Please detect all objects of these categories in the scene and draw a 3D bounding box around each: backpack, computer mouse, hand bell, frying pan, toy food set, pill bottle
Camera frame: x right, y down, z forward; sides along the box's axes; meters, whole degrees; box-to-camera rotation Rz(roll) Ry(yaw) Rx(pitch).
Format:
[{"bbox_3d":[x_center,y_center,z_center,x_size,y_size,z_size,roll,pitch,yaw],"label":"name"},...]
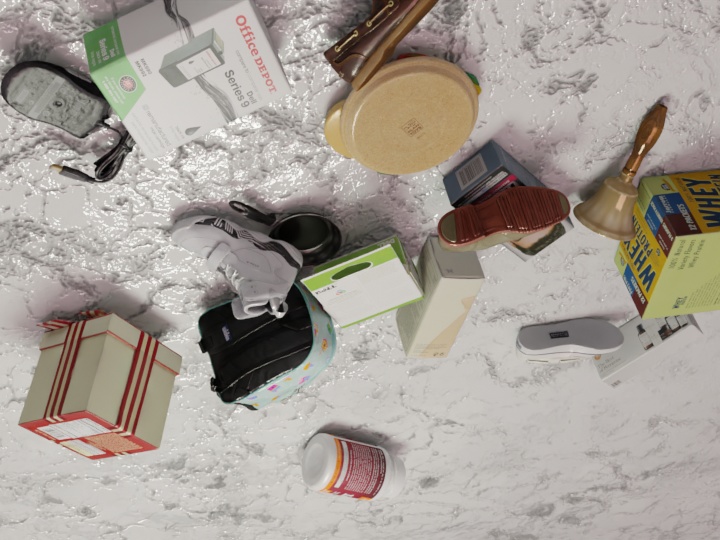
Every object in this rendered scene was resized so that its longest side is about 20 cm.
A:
[{"bbox_3d":[-0.134,0.112,1.397,0.199,0.177,0.153,-33,151,23],"label":"backpack"},{"bbox_3d":[-0.370,-0.187,1.107,0.199,0.046,0.141,18,122,-44],"label":"computer mouse"},{"bbox_3d":[0.408,-0.155,1.324,0.103,0.104,0.201,6,123,-20],"label":"hand bell"},{"bbox_3d":[-0.120,-0.054,1.323,0.189,0.031,0.115,10,134,-20],"label":"frying pan"},{"bbox_3d":[0.065,-0.206,1.194,0.197,0.049,0.200,19,129,-31],"label":"toy food set"},{"bbox_3d":[-0.010,0.402,1.783,0.199,0.114,0.113,19,129,-30],"label":"pill bottle"}]

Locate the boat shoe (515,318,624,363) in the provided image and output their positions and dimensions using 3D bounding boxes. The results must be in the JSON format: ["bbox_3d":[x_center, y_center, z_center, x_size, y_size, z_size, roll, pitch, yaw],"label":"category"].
[{"bbox_3d":[0.385,0.140,1.633,0.198,0.072,0.066,-7,142,-6],"label":"boat shoe"}]

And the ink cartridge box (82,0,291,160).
[{"bbox_3d":[-0.201,-0.244,1.042,0.199,0.084,0.146,-25,138,2],"label":"ink cartridge box"}]

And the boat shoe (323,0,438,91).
[{"bbox_3d":[0.035,-0.309,1.061,0.070,0.070,0.200,46,112,0],"label":"boat shoe"}]

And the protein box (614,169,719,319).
[{"bbox_3d":[0.547,-0.044,1.425,0.198,0.136,0.199,-6,138,-8],"label":"protein box"}]

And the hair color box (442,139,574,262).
[{"bbox_3d":[0.226,-0.101,1.339,0.099,0.061,0.199,-37,133,25],"label":"hair color box"}]

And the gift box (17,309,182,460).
[{"bbox_3d":[-0.418,0.175,1.388,0.199,0.188,0.185,-10,144,27],"label":"gift box"}]

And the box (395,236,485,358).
[{"bbox_3d":[0.127,0.047,1.450,0.077,0.095,0.201,2,137,-18],"label":"box"}]

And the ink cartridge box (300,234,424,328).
[{"bbox_3d":[0.000,0.000,1.345,0.147,0.076,0.200,-21,151,8],"label":"ink cartridge box"}]

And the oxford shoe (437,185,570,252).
[{"bbox_3d":[0.205,-0.072,1.286,0.198,0.071,0.074,-11,163,-3],"label":"oxford shoe"}]

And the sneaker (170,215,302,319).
[{"bbox_3d":[-0.185,-0.002,1.278,0.198,0.116,0.075,17,146,-13],"label":"sneaker"}]

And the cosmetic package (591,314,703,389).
[{"bbox_3d":[0.530,0.132,1.653,0.200,0.083,0.050,-39,130,25],"label":"cosmetic package"}]
